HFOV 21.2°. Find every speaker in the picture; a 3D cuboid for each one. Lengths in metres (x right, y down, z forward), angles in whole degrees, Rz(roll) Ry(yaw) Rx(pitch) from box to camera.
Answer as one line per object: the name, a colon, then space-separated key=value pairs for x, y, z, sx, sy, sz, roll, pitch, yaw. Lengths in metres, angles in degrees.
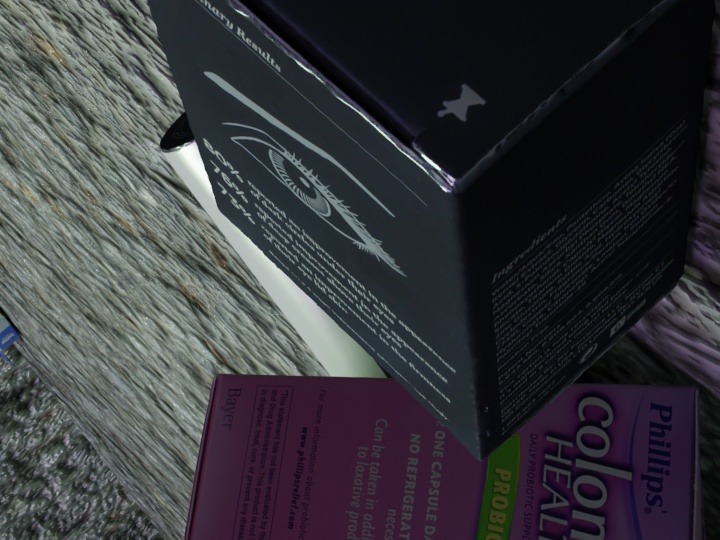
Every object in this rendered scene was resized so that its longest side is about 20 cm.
speaker: x=0.000 y=0.000 z=0.863 sx=0.200 sy=0.081 sz=0.081 roll=54 pitch=165 yaw=-17

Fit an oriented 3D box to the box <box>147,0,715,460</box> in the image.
box: x=0.021 y=-0.053 z=0.610 sx=0.148 sy=0.104 sz=0.200 roll=44 pitch=165 yaw=22

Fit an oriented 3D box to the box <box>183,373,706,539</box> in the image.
box: x=0.045 y=0.128 z=0.819 sx=0.200 sy=0.097 sz=0.176 roll=0 pitch=149 yaw=11

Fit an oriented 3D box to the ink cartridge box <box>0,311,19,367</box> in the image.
ink cartridge box: x=-0.551 y=0.040 z=2.723 sx=0.119 sy=0.042 sz=0.200 roll=27 pitch=151 yaw=56
